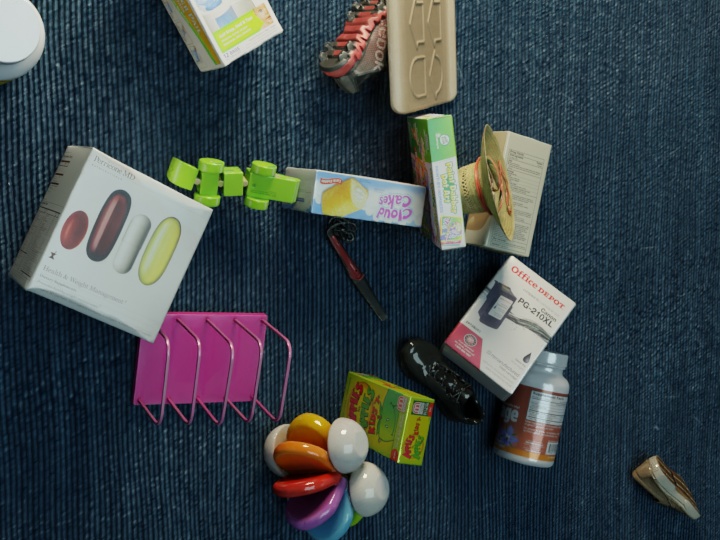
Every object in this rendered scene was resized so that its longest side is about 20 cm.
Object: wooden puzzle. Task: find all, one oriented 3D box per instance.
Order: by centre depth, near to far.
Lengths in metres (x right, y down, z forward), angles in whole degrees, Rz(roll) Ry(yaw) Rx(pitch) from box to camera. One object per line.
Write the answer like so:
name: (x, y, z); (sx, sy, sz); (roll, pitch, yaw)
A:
wooden puzzle: (0.092, -0.355, 1.588); (0.199, 0.046, 0.188); (-25, 116, -55)

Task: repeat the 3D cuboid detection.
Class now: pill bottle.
pill bottle: (-0.457, -0.291, 1.230); (0.111, 0.199, 0.114); (-4, 98, -28)
pill bottle: (0.311, 0.242, 1.772); (0.111, 0.112, 0.203); (13, 89, -29)

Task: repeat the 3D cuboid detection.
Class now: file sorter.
file sorter: (-0.216, 0.147, 1.446); (0.198, 0.125, 0.141); (2, 104, -30)

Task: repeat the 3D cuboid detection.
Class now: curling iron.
curling iron: (0.000, 0.000, 1.614); (0.049, 0.026, 0.202); (-24, 112, 3)

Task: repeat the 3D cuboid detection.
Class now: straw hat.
straw hat: (0.186, -0.131, 1.589); (0.201, 0.084, 0.204); (-11, 90, -72)

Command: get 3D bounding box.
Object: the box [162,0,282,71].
box: (-0.218, -0.402, 1.408); (0.112, 0.101, 0.201); (-36, 111, -21)

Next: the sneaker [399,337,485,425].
sneaker: (0.147, 0.190, 1.687); (0.200, 0.091, 0.076); (46, 76, -24)

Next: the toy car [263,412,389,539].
toy car: (-0.066, 0.329, 1.517); (0.202, 0.173, 0.150); (66, 33, -19)

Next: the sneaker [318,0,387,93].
sneaker: (0.012, -0.361, 1.562); (0.201, 0.070, 0.098); (-59, 136, -23)

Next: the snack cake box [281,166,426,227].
snack cake box: (-0.011, -0.115, 1.549); (0.198, 0.115, 0.068); (5, 94, -29)

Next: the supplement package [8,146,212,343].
supplement package: (-0.343, -0.038, 1.353); (0.190, 0.147, 0.202); (26, 84, -29)

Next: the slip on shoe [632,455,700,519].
slip on shoe: (0.622, 0.448, 2.002); (0.060, 0.076, 0.200); (-33, 127, 21)

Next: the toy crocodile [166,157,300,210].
toy crocodile: (-0.186, -0.132, 1.463); (0.198, 0.062, 0.068); (3, 110, -19)

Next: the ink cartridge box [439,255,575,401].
ink cartridge box: (0.254, 0.098, 1.704); (0.144, 0.084, 0.201); (37, 76, 8)

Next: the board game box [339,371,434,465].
board game box: (0.036, 0.231, 1.565); (0.047, 0.199, 0.103); (11, 91, -29)

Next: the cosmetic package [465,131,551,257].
cosmetic package: (0.256, -0.133, 1.720); (0.104, 0.071, 0.203); (13, 89, -29)

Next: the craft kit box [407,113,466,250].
craft kit box: (0.119, -0.146, 1.572); (0.048, 0.198, 0.203); (-9, 100, -7)
